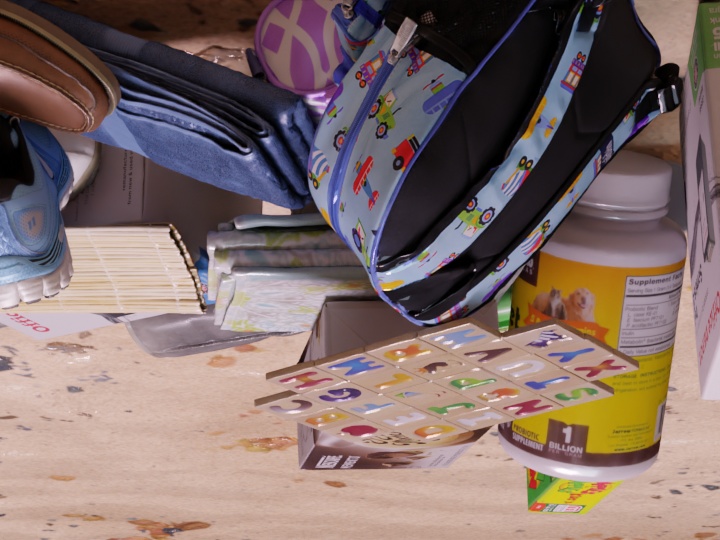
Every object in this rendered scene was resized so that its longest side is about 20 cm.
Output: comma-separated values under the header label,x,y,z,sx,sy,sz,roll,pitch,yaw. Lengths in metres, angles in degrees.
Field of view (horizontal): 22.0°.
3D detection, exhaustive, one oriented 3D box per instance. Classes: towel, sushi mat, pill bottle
label,x,y,z,sx,sy,sz,roll,pitch,yaw
towel,-0.120,-0.093,1.065,0.199,0.049,0.112,21,165,18
towel,0.000,0.000,1.174,0.198,0.049,0.171,0,167,-6
sushi mat,-0.202,0.001,1.211,0.198,0.012,0.096,-1,142,14
pill bottle,0.151,0.026,1.197,0.108,0.202,0.109,5,-164,-1

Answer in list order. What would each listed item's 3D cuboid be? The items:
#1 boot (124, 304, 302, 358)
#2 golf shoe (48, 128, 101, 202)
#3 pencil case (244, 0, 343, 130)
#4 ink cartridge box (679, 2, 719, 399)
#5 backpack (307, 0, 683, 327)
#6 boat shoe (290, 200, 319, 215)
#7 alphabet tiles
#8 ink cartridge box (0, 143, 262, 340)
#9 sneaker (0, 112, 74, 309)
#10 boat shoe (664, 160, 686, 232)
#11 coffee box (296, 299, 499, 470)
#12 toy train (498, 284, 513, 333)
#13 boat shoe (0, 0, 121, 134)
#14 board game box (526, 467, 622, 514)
label,x,y,z,sx,sy,sz,roll,pitch,yaw
boot,-0.089,0.019,1.433,0.198,0.073,0.182,1,157,15
golf shoe,-0.265,-0.069,1.188,0.198,0.073,0.092,-7,156,16
pencil case,0.004,-0.099,1.101,0.084,0.086,0.200,-33,155,5
ink cartridge box,0.241,-0.039,1.100,0.083,0.202,0.146,-2,158,4
backpack,0.052,-0.080,0.962,0.134,0.201,0.182,36,179,28
boat shoe,0.048,-0.070,1.233,0.198,0.063,0.073,-15,121,6
alphabet tiles,0.048,0.065,1.049,0.199,0.006,0.166,-17,155,30
ink cartridge box,-0.188,-0.026,1.279,0.198,0.084,0.145,-12,155,27
sneaker,-0.204,-0.065,1.058,0.078,0.200,0.091,-14,125,-10
boat shoe,0.138,-0.035,1.284,0.197,0.074,0.068,-13,168,4
coffee box,0.020,0.079,1.230,0.112,0.081,0.200,-1,166,-8
toy train,0.069,0.034,1.320,0.198,0.042,0.056,-14,155,26
boat shoe,-0.229,-0.113,0.991,0.199,0.068,0.072,24,149,-1
board game box,0.153,0.067,1.358,0.047,0.202,0.102,3,158,-10
